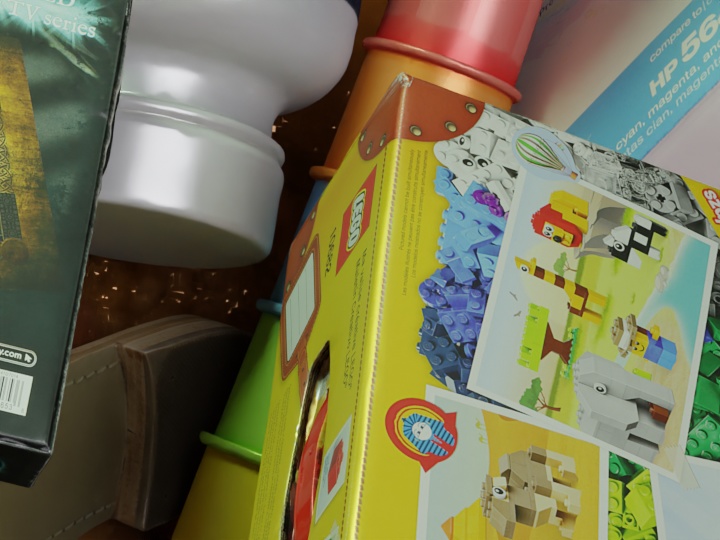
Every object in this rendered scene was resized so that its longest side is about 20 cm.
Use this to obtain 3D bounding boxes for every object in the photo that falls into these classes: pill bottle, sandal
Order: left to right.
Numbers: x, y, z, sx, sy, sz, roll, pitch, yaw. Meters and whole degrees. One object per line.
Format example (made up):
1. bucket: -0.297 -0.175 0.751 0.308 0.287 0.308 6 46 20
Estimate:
1. sandal: -0.114 0.044 0.752 0.211 0.069 0.078 -10 110 -54
2. pill bottle: -0.050 -0.107 0.779 0.111 0.111 0.201 13 78 -27

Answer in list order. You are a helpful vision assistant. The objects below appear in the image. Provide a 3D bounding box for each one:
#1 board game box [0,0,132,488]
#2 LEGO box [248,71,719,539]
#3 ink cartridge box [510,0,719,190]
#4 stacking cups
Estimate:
1. board game box: -0.158 -0.037 0.655 0.199 0.028 0.136 15 62 -13
2. LEGO box: 0.053 0.070 0.668 0.148 0.077 0.200 19 47 -14
3. ink cartridge box: 0.119 -0.065 0.824 0.128 0.125 0.200 29 33 -24
4. stacking cups: 0.000 0.000 0.778 0.060 0.060 0.201 22 84 -25
